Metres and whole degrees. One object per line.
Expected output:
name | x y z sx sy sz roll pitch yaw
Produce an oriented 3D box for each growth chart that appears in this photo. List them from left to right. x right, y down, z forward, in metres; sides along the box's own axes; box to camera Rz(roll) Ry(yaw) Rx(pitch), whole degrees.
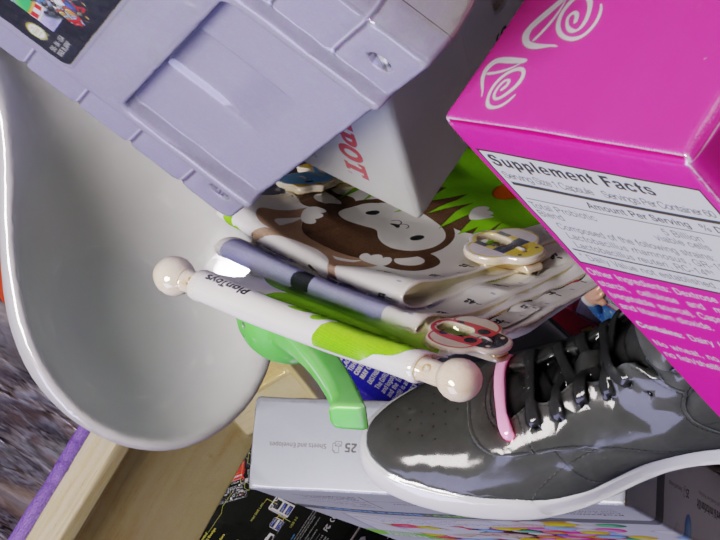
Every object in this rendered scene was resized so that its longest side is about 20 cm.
growth chart | 0.027 -0.015 0.880 0.145 0.200 0.018 16 120 31

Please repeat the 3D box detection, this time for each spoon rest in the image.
spoon rest | -0.101 -0.030 0.886 0.200 0.099 0.061 53 144 -5

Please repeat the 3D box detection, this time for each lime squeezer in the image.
lime squeezer | 0.000 0.000 0.900 0.071 0.200 0.038 -15 106 26

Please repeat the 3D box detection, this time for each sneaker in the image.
sneaker | 0.090 0.028 0.931 0.200 0.071 0.099 -8 141 11

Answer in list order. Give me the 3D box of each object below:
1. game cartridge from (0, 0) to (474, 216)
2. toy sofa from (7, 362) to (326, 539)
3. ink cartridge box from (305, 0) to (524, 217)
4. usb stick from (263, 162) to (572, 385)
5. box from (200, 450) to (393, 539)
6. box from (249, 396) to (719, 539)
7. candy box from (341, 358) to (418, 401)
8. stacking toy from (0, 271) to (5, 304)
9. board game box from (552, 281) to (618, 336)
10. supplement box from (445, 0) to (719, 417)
game cartridge | -0.057 -0.079 0.769 0.130 0.038 0.200 33 162 -9
toy sofa | -0.108 0.098 1.130 0.098 0.200 0.083 6 146 40
ink cartridge box | -0.050 -0.119 0.845 0.200 0.088 0.145 26 162 19
usb stick | 0.020 0.005 1.046 0.200 0.055 0.033 43 166 31
box | -0.072 0.139 1.442 0.160 0.200 0.049 24 160 30
box | 0.061 0.089 1.133 0.156 0.041 0.200 1 170 19
candy box | -0.057 0.004 1.239 0.200 0.077 0.169 34 162 1
stacking toy | -0.151 0.010 1.465 0.200 0.085 0.085 27 164 48
board game box | 0.106 0.020 1.027 0.200 0.039 0.158 44 161 -33
supplement box | 0.135 -0.015 0.756 0.103 0.101 0.200 15 155 51
